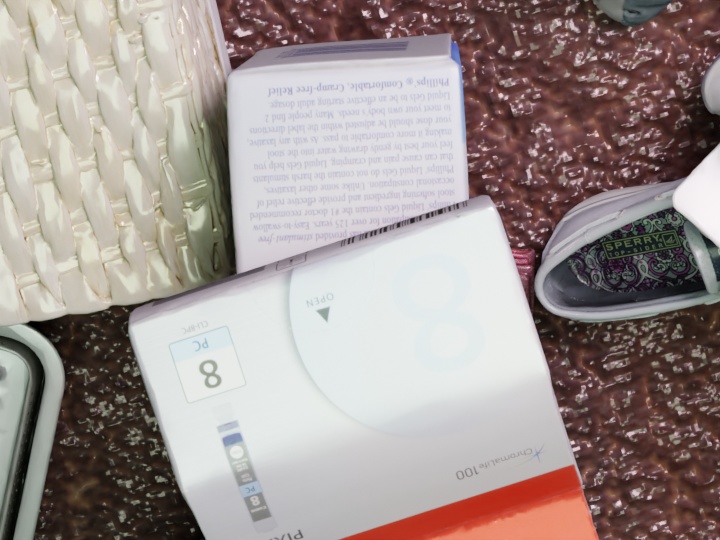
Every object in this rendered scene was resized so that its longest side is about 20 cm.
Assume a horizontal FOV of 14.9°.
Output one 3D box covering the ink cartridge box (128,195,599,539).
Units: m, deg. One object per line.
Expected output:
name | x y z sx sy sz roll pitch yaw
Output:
ink cartridge box | 0.009 0.088 1.143 0.159 0.047 0.201 -18 94 3

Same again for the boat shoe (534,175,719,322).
boat shoe | 0.171 -0.014 1.282 0.200 0.072 0.070 -15 110 33

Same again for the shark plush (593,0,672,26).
shark plush | 0.166 -0.173 1.230 0.200 0.091 0.083 -30 117 37

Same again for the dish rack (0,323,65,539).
dish rack | -0.242 0.098 1.383 0.171 0.044 0.201 13 110 -3

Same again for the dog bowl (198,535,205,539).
dog bowl | -0.017 0.196 1.385 0.199 0.074 0.201 2 121 3

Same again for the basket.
basket | -0.133 -0.086 1.269 0.135 0.123 0.201 -11 109 4

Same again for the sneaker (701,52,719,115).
sneaker | 0.257 -0.097 1.268 0.199 0.075 0.100 -17 74 8

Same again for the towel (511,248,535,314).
towel | 0.013 0.082 1.383 0.143 0.023 0.201 2 111 1

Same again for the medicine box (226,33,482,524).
medicine box | 0.000 0.000 1.248 0.102 0.182 0.201 -3 98 2

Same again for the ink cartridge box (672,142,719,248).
ink cartridge box | 0.242 -0.072 1.202 0.116 0.068 0.200 42 87 8
